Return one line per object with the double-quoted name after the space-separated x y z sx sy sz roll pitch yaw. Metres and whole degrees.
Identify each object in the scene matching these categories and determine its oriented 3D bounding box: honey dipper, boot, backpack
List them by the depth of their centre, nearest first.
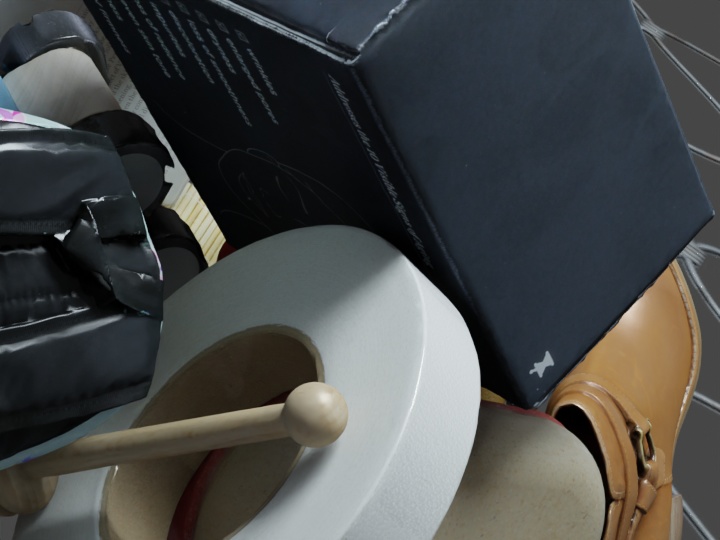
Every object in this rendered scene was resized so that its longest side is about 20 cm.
-0.171 0.007 0.876 0.199 0.168 0.126 -9 10 -20 "backpack"
-0.084 0.062 0.919 0.038 0.199 0.038 20 64 -47 "honey dipper"
0.112 0.060 1.188 0.155 0.073 0.201 7 74 -70 "boot"

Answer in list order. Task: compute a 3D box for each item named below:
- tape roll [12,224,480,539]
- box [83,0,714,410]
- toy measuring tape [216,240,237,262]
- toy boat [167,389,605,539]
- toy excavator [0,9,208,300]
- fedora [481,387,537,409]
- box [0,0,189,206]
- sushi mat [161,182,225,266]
-0.045 0.074 0.928 0.037 0.202 0.203 44 17 -33 "tape roll"
0.008 -0.080 0.999 0.196 0.124 0.200 31 -22 43 "box"
0.000 0.000 1.118 0.073 0.199 0.074 32 51 -50 "toy measuring tape"
-0.002 0.106 1.057 0.199 0.131 0.130 14 2 -42 "toy boat"
-0.186 -0.033 1.072 0.100 0.199 0.195 56 -11 39 "toy excavator"
0.039 0.039 1.199 0.081 0.202 0.201 1 23 10 "fedora"
-0.164 -0.134 1.261 0.199 0.098 0.125 25 21 -24 "box"
-0.073 0.019 1.217 0.095 0.012 0.200 35 24 -5 "sushi mat"
